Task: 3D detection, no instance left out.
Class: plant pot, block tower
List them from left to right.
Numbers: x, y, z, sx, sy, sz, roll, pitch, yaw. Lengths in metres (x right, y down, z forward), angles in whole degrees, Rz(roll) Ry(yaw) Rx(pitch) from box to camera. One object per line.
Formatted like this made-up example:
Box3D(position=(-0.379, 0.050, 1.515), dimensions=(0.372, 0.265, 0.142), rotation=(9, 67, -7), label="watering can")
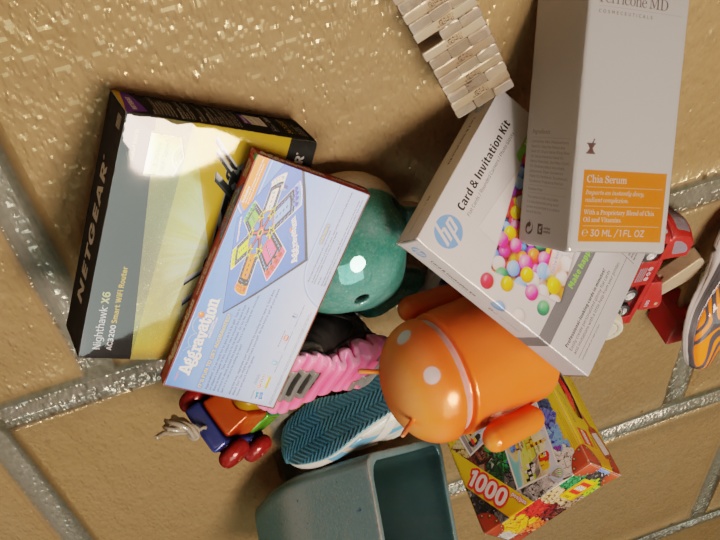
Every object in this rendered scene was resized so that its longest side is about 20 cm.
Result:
Box3D(position=(-0.012, 0.322, 1.162), dimensions=(0.197, 0.200, 0.195), rotation=(-15, 171, 28), label="plant pot")
Box3D(position=(0.055, -0.195, 0.713), dimensions=(0.053, 0.058, 0.200), rotation=(-29, 143, 10), label="block tower")

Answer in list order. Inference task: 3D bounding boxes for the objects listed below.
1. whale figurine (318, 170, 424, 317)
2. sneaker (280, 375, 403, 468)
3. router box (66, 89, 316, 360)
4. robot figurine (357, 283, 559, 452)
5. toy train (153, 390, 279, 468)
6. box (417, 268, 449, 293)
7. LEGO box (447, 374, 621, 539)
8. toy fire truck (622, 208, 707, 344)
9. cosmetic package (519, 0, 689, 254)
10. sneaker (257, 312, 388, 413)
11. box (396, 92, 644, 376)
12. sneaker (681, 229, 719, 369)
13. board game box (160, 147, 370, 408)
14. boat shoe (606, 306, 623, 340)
Box3D(position=(0.000, 0.000, 0.878), dimensions=(0.157, 0.105, 0.200), rotation=(-30, 145, 9), label="whale figurine")
Box3D(position=(0.001, 0.174, 1.109), dimensions=(0.198, 0.077, 0.081), rotation=(-28, 144, 10), label="sneaker")
Box3D(position=(-0.135, -0.028, 0.767), dimensions=(0.155, 0.052, 0.203), rotation=(4, 115, -30), label="router box")
Box3D(position=(0.101, 0.084, 0.880), dimensions=(0.197, 0.147, 0.116), rotation=(-20, -175, -22), label="robot figurine")
Box3D(position=(-0.114, 0.124, 0.943), dimensions=(0.115, 0.085, 0.200), rotation=(-42, 167, 5), label="toy train")
Box3D(position=(0.143, -0.002, 0.943), dimensions=(0.142, 0.037, 0.202), rotation=(16, 124, -10), label="box")
Box3D(position=(0.177, 0.177, 1.098), dimensions=(0.148, 0.202, 0.077), rotation=(-40, 140, 22), label="LEGO box")
Box3D(position=(0.343, 0.009, 1.107), dimensions=(0.138, 0.049, 0.202), rotation=(-8, 139, -19), label="toy fire truck")
Box3D(position=(0.192, -0.118, 0.773), dimensions=(0.100, 0.071, 0.204), rotation=(-1, 98, -25), label="cosmetic package")
Box3D(position=(-0.054, 0.071, 0.922), dimensions=(0.079, 0.096, 0.198), rotation=(-50, 155, 26), label="sneaker")
Box3D(position=(0.147, -0.030, 0.828), dimensions=(0.199, 0.157, 0.041), rotation=(37, 161, -16), label="box")
Box3D(position=(0.435, 0.036, 1.083), dimensions=(0.077, 0.111, 0.204), rotation=(-19, 128, -47), label="sneaker")
Box3D(position=(-0.077, 0.012, 0.770), dimensions=(0.101, 0.019, 0.203), rotation=(16, 109, -29), label="board game box")
Box3D(position=(0.188, 0.016, 1.019), dimensions=(0.196, 0.063, 0.075), rotation=(15, 145, -10), label="boat shoe")
